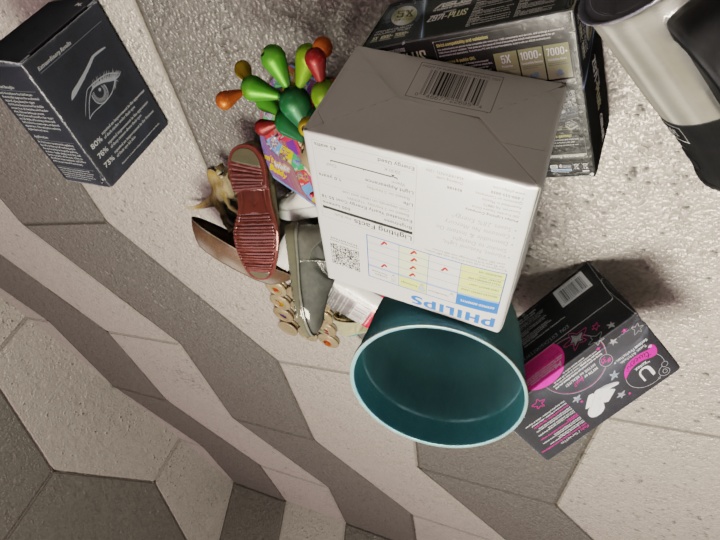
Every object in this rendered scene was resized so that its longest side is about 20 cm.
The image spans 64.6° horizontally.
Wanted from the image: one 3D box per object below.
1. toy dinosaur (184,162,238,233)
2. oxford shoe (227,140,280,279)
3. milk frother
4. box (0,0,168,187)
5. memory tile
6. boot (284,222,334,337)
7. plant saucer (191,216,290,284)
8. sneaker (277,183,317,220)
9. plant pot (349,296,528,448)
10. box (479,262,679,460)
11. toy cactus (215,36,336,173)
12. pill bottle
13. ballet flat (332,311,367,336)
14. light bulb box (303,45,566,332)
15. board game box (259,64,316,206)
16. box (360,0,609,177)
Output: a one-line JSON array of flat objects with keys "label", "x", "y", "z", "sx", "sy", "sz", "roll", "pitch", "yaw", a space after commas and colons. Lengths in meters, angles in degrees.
[{"label": "toy dinosaur", "x": -0.226, "y": -0.119, "z": 0.945, "sx": 0.102, "sy": 0.058, "sz": 0.199, "roll": 52, "pitch": 150, "yaw": -7}, {"label": "oxford shoe", "x": -0.143, "y": -0.087, "z": 0.830, "sx": 0.069, "sy": 0.075, "sz": 0.204, "roll": 5, "pitch": 113, "yaw": 8}, {"label": "milk frother", "x": 0.294, "y": -0.174, "z": 0.380, "sx": 0.187, "sy": 0.181, "sz": 0.200, "roll": 36, "pitch": 108, "yaw": -25}, {"label": "box", "x": -0.388, "y": -0.242, "z": 0.790, "sx": 0.103, "sy": 0.149, "sz": 0.202, "roll": 11, "pitch": 143, "yaw": 26}, {"label": "memory tile", "x": -0.119, "y": 0.092, "z": 1.178, "sx": 0.151, "sy": 0.017, "sz": 0.202, "roll": 18, "pitch": 147, "yaw": 17}, {"label": "boot", "x": 0.000, "y": 0.002, "z": 0.803, "sx": 0.196, "sy": 0.073, "sz": 0.185, "roll": -6, "pitch": 111, "yaw": 1}, {"label": "plant saucer", "x": -0.200, "y": -0.026, "z": 0.955, "sx": 0.198, "sy": 0.037, "sz": 0.200, "roll": 29, "pitch": -178, "yaw": -1}, {"label": "sneaker", "x": -0.057, "y": -0.121, "z": 0.800, "sx": 0.198, "sy": 0.072, "sz": 0.086, "roll": -2, "pitch": 111, "yaw": 44}, {"label": "plant pot", "x": 0.103, "y": 0.073, "z": 0.693, "sx": 0.196, "sy": 0.189, "sz": 0.203, "roll": 9, "pitch": 131, "yaw": 10}, {"label": "box", "x": 0.264, "y": 0.115, "z": 0.726, "sx": 0.199, "sy": 0.133, "sz": 0.115, "roll": -41, "pitch": 114, "yaw": 15}, {"label": "toy cactus", "x": -0.063, "y": -0.152, "z": 0.598, "sx": 0.198, "sy": 0.102, "sz": 0.167, "roll": 10, "pitch": 134, "yaw": 53}, {"label": "pill bottle", "x": -0.034, "y": 0.001, "z": 0.894, "sx": 0.198, "sy": 0.112, "sz": 0.111, "roll": 30, "pitch": 148, "yaw": -3}, {"label": "ballet flat", "x": 0.017, "y": 0.081, "z": 1.020, "sx": 0.069, "sy": 0.070, "sz": 0.198, "roll": 43, "pitch": 146, "yaw": -24}, {"label": "light bulb box", "x": 0.067, "y": -0.071, "z": 0.535, "sx": 0.195, "sy": 0.126, "sz": 0.202, "roll": 17, "pitch": 147, "yaw": 16}, {"label": "board game box", "x": -0.062, "y": -0.145, "z": 0.702, "sx": 0.199, "sy": 0.039, "sz": 0.160, "roll": 35, "pitch": 131, "yaw": 17}, {"label": "box", "x": 0.122, "y": -0.176, "z": 0.547, "sx": 0.197, "sy": 0.087, "sz": 0.165, "roll": 3, "pitch": 141, "yaw": 34}]
